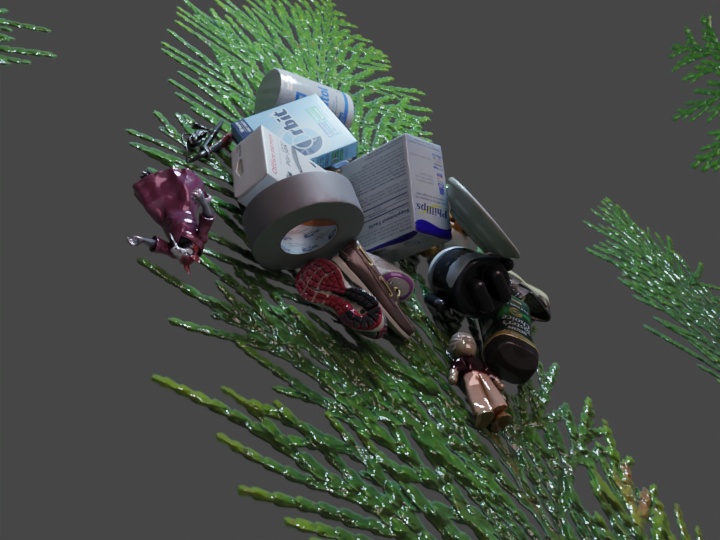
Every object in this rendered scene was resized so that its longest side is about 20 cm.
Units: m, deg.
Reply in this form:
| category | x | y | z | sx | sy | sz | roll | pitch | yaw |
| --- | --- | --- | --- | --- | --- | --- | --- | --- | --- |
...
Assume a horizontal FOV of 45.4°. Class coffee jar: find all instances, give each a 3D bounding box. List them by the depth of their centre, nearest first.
| category | x | y | z | sx | sy | sz | roll | pitch | yaw |
| --- | --- | --- | --- | --- | --- | --- | --- | --- | --- |
| coffee jar | 0.282 | 0.128 | 1.655 | 0.104 | 0.085 | 0.200 | 26 | 29 | -12 |

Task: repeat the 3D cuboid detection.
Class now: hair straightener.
| category | x | y | z | sx | sy | sz | roll | pitch | yaw |
| --- | --- | --- | --- | --- | --- | --- | --- | --- | --- |
| hair straightener | -0.313 | -0.260 | 1.713 | 0.077 | 0.041 | 0.200 | 32 | 32 | -2 |

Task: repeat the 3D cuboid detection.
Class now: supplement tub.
| category | x | y | z | sx | sy | sz | roll | pitch | yaw |
| --- | --- | --- | --- | --- | --- | --- | --- | --- | --- |
| supplement tub | -0.128 | -0.373 | 1.981 | 0.199 | 0.132 | 0.132 | 13 | 34 | -33 |

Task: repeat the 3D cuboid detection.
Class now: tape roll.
| category | x | y | z | sx | sy | sz | roll | pitch | yaw |
| --- | --- | --- | --- | --- | --- | --- | --- | --- | --- |
| tape roll | -0.096 | -0.082 | 1.460 | 0.200 | 0.200 | 0.066 | 5 | 54 | -43 |

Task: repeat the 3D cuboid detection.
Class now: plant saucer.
| category | x | y | z | sx | sy | sz | roll | pitch | yaw |
| --- | --- | --- | --- | --- | --- | --- | --- | --- | --- |
| plant saucer | 0.220 | -0.087 | 1.632 | 0.200 | 0.050 | 0.200 | 49 | 5 | -6 |

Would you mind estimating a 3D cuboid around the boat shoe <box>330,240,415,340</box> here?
| category | x | y | z | sx | sy | sz | roll | pitch | yaw |
| --- | --- | --- | --- | --- | --- | --- | --- | --- | --- |
| boat shoe | 0.033 | 0.036 | 1.511 | 0.200 | 0.060 | 0.072 | 48 | -10 | -7 |

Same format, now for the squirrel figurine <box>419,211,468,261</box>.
| category | x | y | z | sx | sy | sz | roll | pitch | yaw |
| --- | --- | --- | --- | --- | --- | --- | --- | --- | --- |
| squirrel figurine | 0.123 | -0.088 | 1.821 | 0.186 | 0.142 | 0.200 | 9 | 20 | -20 |

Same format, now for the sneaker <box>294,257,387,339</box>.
| category | x | y | z | sx | sy | sz | roll | pitch | yaw |
| --- | --- | --- | --- | --- | --- | --- | --- | --- | --- |
| sneaker | -0.036 | 0.053 | 1.467 | 0.200 | 0.081 | 0.075 | 39 | -10 | 33 |

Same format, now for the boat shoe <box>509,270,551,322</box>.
| category | x | y | z | sx | sy | sz | roll | pitch | yaw |
| --- | --- | --- | --- | --- | --- | --- | --- | --- | --- |
| boat shoe | 0.332 | 0.054 | 1.843 | 0.200 | 0.072 | 0.066 | 25 | 23 | -25 |

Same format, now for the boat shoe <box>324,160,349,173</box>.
| category | x | y | z | sx | sy | sz | roll | pitch | yaw |
| --- | --- | --- | --- | --- | --- | --- | --- | --- | --- |
| boat shoe | -0.060 | -0.190 | 1.828 | 0.073 | 0.072 | 0.200 | 64 | 19 | 4 |

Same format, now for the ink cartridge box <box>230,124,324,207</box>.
| category | x | y | z | sx | sy | sz | roll | pitch | yaw |
| --- | --- | --- | --- | --- | --- | --- | --- | --- | --- |
| ink cartridge box | -0.132 | -0.150 | 1.576 | 0.200 | 0.083 | 0.147 | 32 | 32 | -38 |

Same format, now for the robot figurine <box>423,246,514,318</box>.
| category | x | y | z | sx | sy | sz | roll | pitch | yaw |
| --- | --- | --- | --- | --- | --- | --- | --- | --- | --- |
| robot figurine | 0.211 | 0.024 | 1.666 | 0.150 | 0.125 | 0.200 | 9 | 8 | -23 |

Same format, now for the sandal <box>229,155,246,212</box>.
| category | x | y | z | sx | sy | sz | roll | pitch | yaw |
| --- | --- | --- | --- | --- | --- | --- | --- | --- | --- |
| sandal | -0.203 | -0.143 | 1.614 | 0.075 | 0.048 | 0.201 | 26 | 27 | -41 |

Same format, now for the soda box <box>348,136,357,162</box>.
| category | x | y | z | sx | sy | sz | roll | pitch | yaw |
| --- | --- | --- | --- | --- | --- | --- | --- | --- | --- |
| soda box | -0.095 | -0.262 | 1.879 | 0.200 | 0.063 | 0.071 | -4 | 87 | -50 |

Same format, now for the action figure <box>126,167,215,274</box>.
| category | x | y | z | sx | sy | sz | roll | pitch | yaw |
| --- | --- | --- | --- | --- | --- | --- | --- | --- | --- |
| action figure | -0.297 | -0.069 | 1.388 | 0.149 | 0.134 | 0.200 | 70 | -3 | -61 |

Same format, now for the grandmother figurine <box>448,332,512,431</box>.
| category | x | y | z | sx | sy | sz | roll | pitch | yaw |
| --- | --- | --- | --- | --- | --- | --- | --- | --- | --- |
| grandmother figurine | 0.204 | 0.188 | 1.509 | 0.121 | 0.061 | 0.200 | 24 | 30 | -35 |

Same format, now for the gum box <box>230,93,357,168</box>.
| category | x | y | z | sx | sy | sz | roll | pitch | yaw |
| --- | --- | --- | --- | --- | --- | --- | --- | --- | --- |
| gum box | -0.134 | -0.264 | 1.734 | 0.199 | 0.045 | 0.170 | -24 | 56 | -21 |

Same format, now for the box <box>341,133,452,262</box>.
| category | x | y | z | sx | sy | sz | roll | pitch | yaw |
| --- | --- | --- | --- | --- | --- | --- | --- | --- | --- |
| box | 0.067 | -0.132 | 1.664 | 0.105 | 0.184 | 0.201 | 12 | 67 | -42 |

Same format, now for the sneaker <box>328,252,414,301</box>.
| category | x | y | z | sx | sy | sz | roll | pitch | yaw |
| --- | --- | --- | --- | --- | --- | --- | --- | --- | --- |
| sneaker | 0.000 | 0.000 | 1.603 | 0.199 | 0.075 | 0.100 | 25 | 10 | -16 |
